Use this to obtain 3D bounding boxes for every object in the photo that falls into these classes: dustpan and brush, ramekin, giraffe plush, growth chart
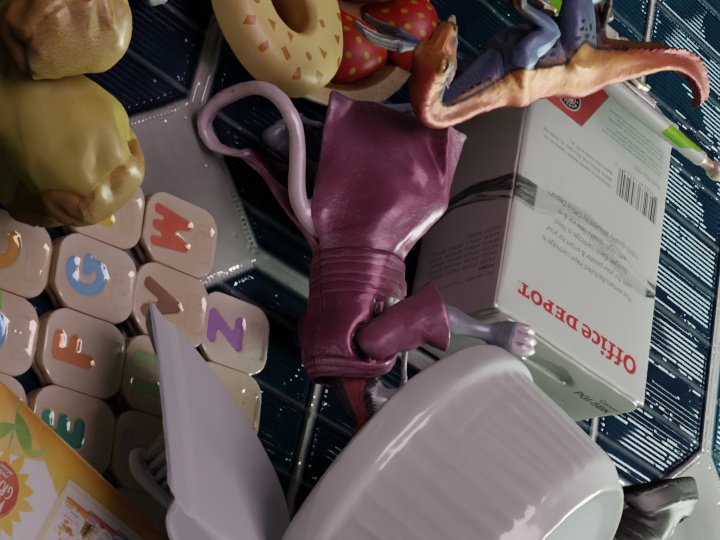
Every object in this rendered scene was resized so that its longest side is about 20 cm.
[{"bbox_3d":[-0.065,0.127,0.813,0.200,0.057,0.140,51,15,-37],"label":"dustpan and brush"},{"bbox_3d":[0.047,0.144,0.818,0.094,0.203,0.202,36,38,24],"label":"ramekin"},{"bbox_3d":[-0.202,-0.104,0.713,0.161,0.172,0.201,-16,101,-25],"label":"giraffe plush"},{"bbox_3d":[0.160,-0.146,1.097,0.144,0.018,0.200,34,21,-30],"label":"growth chart"}]

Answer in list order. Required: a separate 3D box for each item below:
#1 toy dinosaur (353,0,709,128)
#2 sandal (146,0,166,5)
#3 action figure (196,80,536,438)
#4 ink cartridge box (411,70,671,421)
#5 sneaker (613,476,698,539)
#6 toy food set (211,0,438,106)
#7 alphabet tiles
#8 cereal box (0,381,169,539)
[{"bbox_3d":[0.101,-0.124,0.916,0.199,0.105,0.182,32,52,2],"label":"toy dinosaur"},{"bbox_3d":[-0.132,-0.176,0.802,0.050,0.203,0.083,-21,86,-4],"label":"sandal"},{"bbox_3d":[0.000,0.000,0.886,0.149,0.134,0.201,20,62,-40],"label":"action figure"},{"bbox_3d":[0.116,-0.022,1.047,0.147,0.083,0.201,33,55,-34],"label":"ink cartridge box"},{"bbox_3d":[0.137,0.189,0.969,0.199,0.060,0.105,-9,83,-41],"label":"sneaker"},{"bbox_3d":[-0.024,-0.194,0.981,0.199,0.049,0.199,0,78,-45],"label":"toy food set"},{"bbox_3d":[-0.122,0.049,0.833,0.195,0.015,0.201,24,63,-39],"label":"alphabet tiles"},{"bbox_3d":[-0.172,0.167,0.713,0.144,0.039,0.200,51,52,-30],"label":"cereal box"}]
